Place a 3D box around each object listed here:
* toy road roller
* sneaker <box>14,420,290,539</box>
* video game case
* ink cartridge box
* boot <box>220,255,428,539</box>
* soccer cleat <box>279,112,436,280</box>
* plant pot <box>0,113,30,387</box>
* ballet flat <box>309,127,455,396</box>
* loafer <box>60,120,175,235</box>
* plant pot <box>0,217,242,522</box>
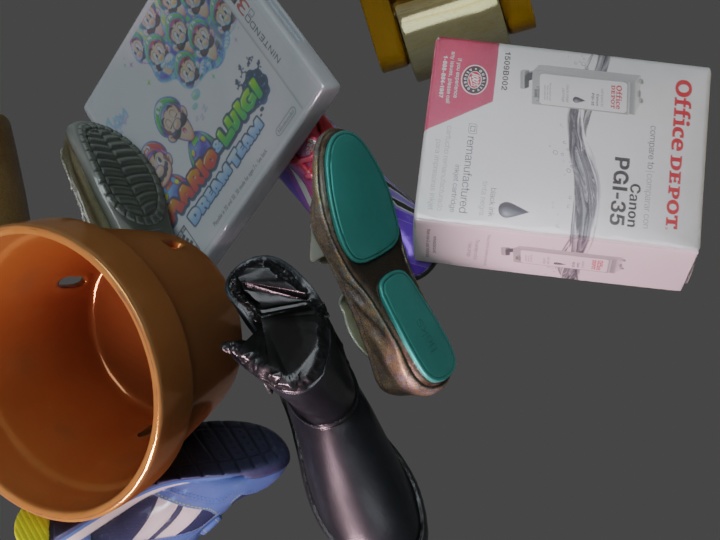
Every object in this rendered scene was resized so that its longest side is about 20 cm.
[{"bbox_3d":[0.052,-0.259,1.268,0.122,0.146,0.201,-16,104,6],"label":"toy road roller"},{"bbox_3d":[-0.142,0.170,1.164,0.199,0.083,0.074,-21,29,-11],"label":"sneaker"},{"bbox_3d":[-0.118,-0.129,1.232,0.182,0.024,0.200,54,126,23],"label":"video game case"},{"bbox_3d":[0.143,-0.076,1.164,0.198,0.083,0.148,6,71,4],"label":"ink cartridge box"},{"bbox_3d":[-0.027,0.101,1.108,0.076,0.168,0.201,-25,67,2],"label":"boot"},{"bbox_3d":[-0.020,-0.068,1.220,0.068,0.073,0.200,-41,67,-6],"label":"soccer cleat"},{"bbox_3d":[-0.314,0.010,1.214,0.185,0.186,0.201,-23,80,3],"label":"plant pot"},{"bbox_3d":[0.000,0.000,1.168,0.068,0.067,0.201,-20,89,-41],"label":"ballet flat"},{"bbox_3d":[-0.180,-0.021,1.229,0.070,0.075,0.201,-36,71,29],"label":"loafer"},{"bbox_3d":[-0.173,0.054,1.121,0.199,0.140,0.202,9,106,31],"label":"plant pot"}]
